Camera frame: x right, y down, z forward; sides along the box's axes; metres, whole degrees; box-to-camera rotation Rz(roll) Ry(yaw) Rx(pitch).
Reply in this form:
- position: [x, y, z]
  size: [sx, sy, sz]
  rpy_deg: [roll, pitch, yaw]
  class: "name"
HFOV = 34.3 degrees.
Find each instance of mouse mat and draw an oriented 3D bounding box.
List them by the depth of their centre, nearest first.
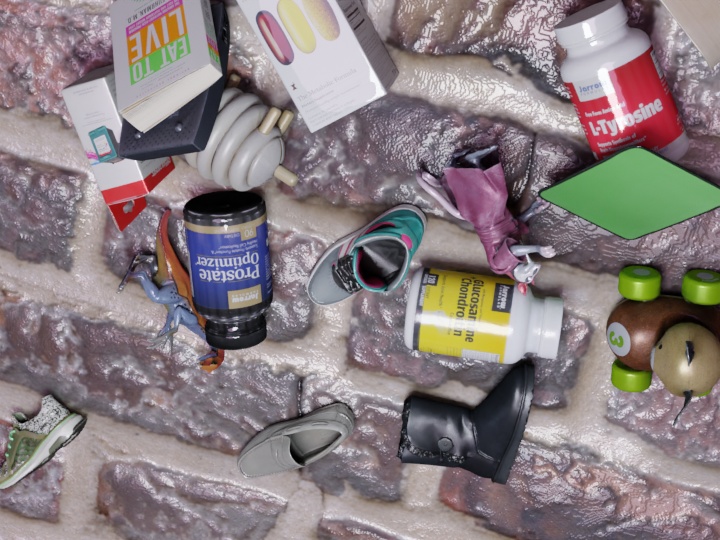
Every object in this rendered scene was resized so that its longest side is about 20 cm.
- position: [0.331, -0.091, 1.418]
  size: [0.161, 0.008, 0.200]
  rpy_deg: [23, 156, -21]
  class: "mouse mat"

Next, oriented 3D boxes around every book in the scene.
- position: [-0.241, -0.284, 1.443]
  size: [0.134, 0.200, 0.048]
  rpy_deg: [-28, 142, 18]
  class: "book"

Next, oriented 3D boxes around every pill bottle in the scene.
- position: [0.309, -0.217, 1.402]
  size: [0.112, 0.112, 0.200]
  rpy_deg: [-21, 107, 18]
  class: "pill bottle"
- position: [0.163, 0.063, 1.544]
  size: [0.200, 0.112, 0.112]
  rpy_deg: [8, 113, 7]
  class: "pill bottle"
- position: [-0.176, 0.001, 1.583]
  size: [0.112, 0.112, 0.200]
  rpy_deg: [1, 112, 10]
  class: "pill bottle"

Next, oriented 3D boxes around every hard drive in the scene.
- position: [-0.228, -0.231, 1.461]
  size: [0.135, 0.200, 0.042]
  rpy_deg: [-5, 155, 31]
  class: "hard drive"

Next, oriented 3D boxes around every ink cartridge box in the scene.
- position: [-0.309, -0.165, 1.537]
  size: [0.067, 0.116, 0.200]
  rpy_deg: [-13, 110, 15]
  class: "ink cartridge box"

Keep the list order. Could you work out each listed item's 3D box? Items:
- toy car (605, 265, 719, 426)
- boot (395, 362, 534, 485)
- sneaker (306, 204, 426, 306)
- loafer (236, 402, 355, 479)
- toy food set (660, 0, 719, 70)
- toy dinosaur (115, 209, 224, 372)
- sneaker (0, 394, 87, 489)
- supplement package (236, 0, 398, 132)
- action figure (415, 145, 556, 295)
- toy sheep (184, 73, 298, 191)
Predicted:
- position: [0.391, 0.107, 1.471]
  size: [0.158, 0.200, 0.164]
  rpy_deg: [3, 112, 9]
  class: "toy car"
- position: [0.143, 0.202, 1.624]
  size: [0.168, 0.076, 0.200]
  rpy_deg: [13, 120, 1]
  class: "boot"
- position: [0.000, 0.000, 1.544]
  size: [0.200, 0.121, 0.084]
  rpy_deg: [-39, 101, 22]
  class: "sneaker"
- position: [-0.099, 0.255, 1.695]
  size: [0.200, 0.070, 0.070]
  rpy_deg: [-31, 104, 20]
  class: "loafer"
- position: [0.407, -0.356, 1.364]
  size: [0.143, 0.060, 0.200]
  rpy_deg: [-40, 102, 10]
  class: "toy food set"
- position: [-0.249, 0.052, 1.628]
  size: [0.181, 0.105, 0.200]
  rpy_deg: [31, 109, -13]
  class: "toy dinosaur"
- position: [-0.507, 0.258, 1.783]
  size: [0.200, 0.077, 0.089]
  rpy_deg: [-39, 87, 17]
  class: "sneaker"
- position: [-0.054, -0.292, 1.440]
  size: [0.114, 0.110, 0.200]
  rpy_deg: [-26, 105, 19]
  class: "supplement package"
- position: [0.166, -0.055, 1.480]
  size: [0.149, 0.134, 0.200]
  rpy_deg: [-19, 101, 14]
  class: "action figure"
- position: [-0.161, -0.171, 1.501]
  size: [0.200, 0.138, 0.138]
  rpy_deg: [35, 115, 15]
  class: "toy sheep"
